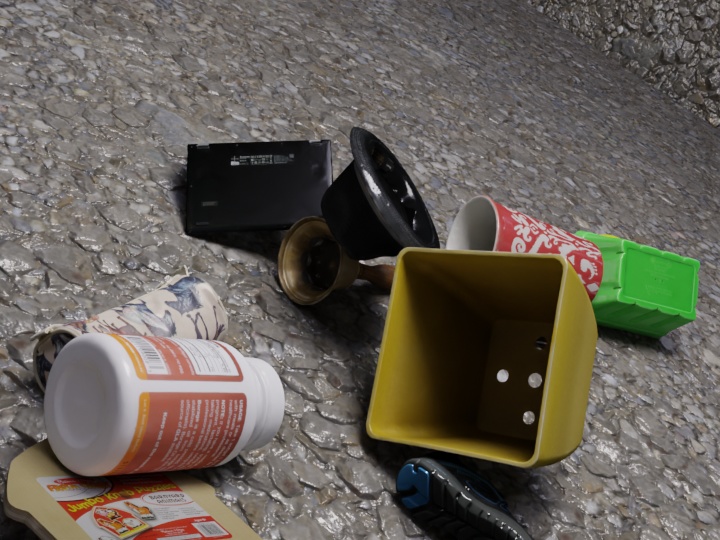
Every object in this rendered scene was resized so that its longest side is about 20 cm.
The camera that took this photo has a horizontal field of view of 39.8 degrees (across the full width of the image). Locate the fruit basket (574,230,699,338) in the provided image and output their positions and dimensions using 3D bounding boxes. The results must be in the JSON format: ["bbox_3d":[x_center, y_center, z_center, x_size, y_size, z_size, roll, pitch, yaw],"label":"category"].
[{"bbox_3d":[0.394,0.014,1.538,0.211,0.158,0.216,8,-10,1],"label":"fruit basket"}]

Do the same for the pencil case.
[{"bbox_3d":[-0.216,0.064,0.946,0.090,0.078,0.199,55,34,7],"label":"pencil case"}]

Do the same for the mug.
[{"bbox_3d":[0.233,-0.030,1.428,0.197,0.134,0.179,15,40,-25],"label":"mug"}]

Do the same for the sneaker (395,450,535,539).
[{"bbox_3d":[0.129,0.245,0.964,0.200,0.074,0.081,43,30,23],"label":"sneaker"}]

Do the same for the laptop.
[{"bbox_3d":[-0.129,-0.113,1.305,0.184,0.116,0.203,-3,62,-4],"label":"laptop"}]

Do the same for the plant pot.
[{"bbox_3d":[0.149,0.101,1.049,0.198,0.204,0.175,3,-13,37],"label":"plant pot"}]

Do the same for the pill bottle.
[{"bbox_3d":[-0.160,0.115,0.857,0.199,0.113,0.112,10,31,-52],"label":"pill bottle"}]

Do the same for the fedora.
[{"bbox_3d":[0.013,-0.067,1.150,0.201,0.091,0.201,51,17,-22],"label":"fedora"}]

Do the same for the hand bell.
[{"bbox_3d":[0.000,0.000,1.253,0.198,0.105,0.104,11,31,-50],"label":"hand bell"}]

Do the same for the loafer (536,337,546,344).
[{"bbox_3d":[0.221,0.061,1.337,0.197,0.074,0.072,10,31,-29],"label":"loafer"}]

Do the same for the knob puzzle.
[{"bbox_3d":[-0.195,0.190,0.789,0.216,0.031,0.220,20,9,-3],"label":"knob puzzle"}]
